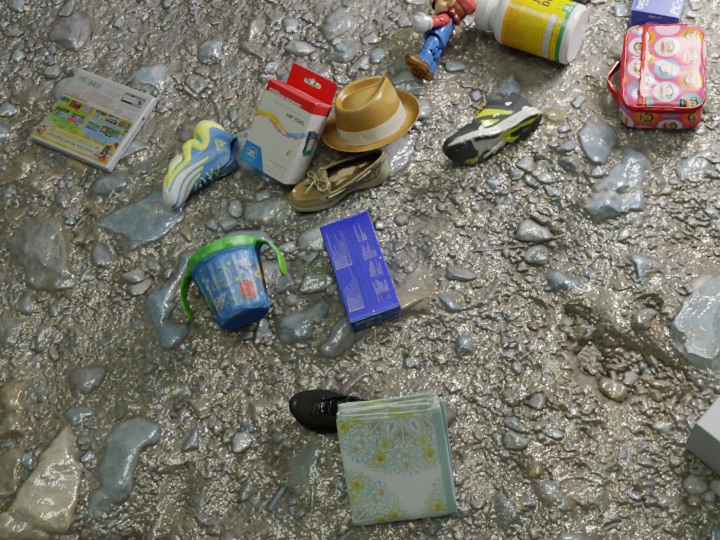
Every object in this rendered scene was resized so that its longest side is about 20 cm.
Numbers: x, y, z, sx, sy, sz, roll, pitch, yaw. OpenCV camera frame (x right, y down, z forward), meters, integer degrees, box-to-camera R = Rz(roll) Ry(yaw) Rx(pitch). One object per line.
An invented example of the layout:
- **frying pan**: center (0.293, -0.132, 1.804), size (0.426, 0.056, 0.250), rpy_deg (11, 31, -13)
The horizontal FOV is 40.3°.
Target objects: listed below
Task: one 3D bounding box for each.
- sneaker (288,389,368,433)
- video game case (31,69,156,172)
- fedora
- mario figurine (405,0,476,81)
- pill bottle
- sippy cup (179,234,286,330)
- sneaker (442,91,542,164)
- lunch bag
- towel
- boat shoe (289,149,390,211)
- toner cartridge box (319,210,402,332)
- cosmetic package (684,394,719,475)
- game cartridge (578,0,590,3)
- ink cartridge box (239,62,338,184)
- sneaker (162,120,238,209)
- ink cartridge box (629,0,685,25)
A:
- **sneaker**: center (-0.026, 0.229, 1.595), size (0.197, 0.091, 0.077), rpy_deg (9, 67, 15)
- **video game case**: center (-0.539, -0.306, 1.989), size (0.198, 0.023, 0.183), rpy_deg (22, 69, 18)
- **fedora**: center (0.012, -0.302, 1.826), size (0.197, 0.083, 0.202), rpy_deg (-11, 40, 9)
- **mario figurine**: center (0.142, -0.476, 1.899), size (0.105, 0.123, 0.202), rpy_deg (30, 84, -16)
- **pill bottle**: center (0.323, -0.477, 1.874), size (0.198, 0.113, 0.114), rpy_deg (23, 69, 20)
- **sippy cup**: center (-0.221, 0.028, 1.714), size (0.138, 0.177, 0.132), rpy_deg (-4, 65, -43)
- **sneaker**: center (0.234, -0.264, 1.814), size (0.198, 0.075, 0.085), rpy_deg (-22, 56, -12)
- **lunch bag**: center (0.542, -0.356, 1.799), size (0.173, 0.082, 0.203), rpy_deg (3, 63, 15)
- **towel**: center (0.057, 0.292, 1.522), size (0.168, 0.048, 0.203), rpy_deg (-7, 102, 9)
- **boat shoe**: center (-0.043, -0.172, 1.813), size (0.198, 0.063, 0.074), rpy_deg (-24, 62, -3)
- **toner cartridge box**: center (0.000, 0.000, 1.731), size (0.094, 0.043, 0.202), rpy_deg (-19, 62, 1)
- **cosmetic package**: center (0.630, 0.240, 1.459), size (0.199, 0.123, 0.200), rpy_deg (39, 77, 25)
- **game cartridge**: center (0.435, -0.636, 1.979), size (0.133, 0.042, 0.201), rpy_deg (-37, 63, -5)
- **ink cartridge box**: center (-0.132, -0.275, 1.823), size (0.115, 0.067, 0.202), rpy_deg (29, 106, 22)
- **sneaker**: center (-0.297, -0.197, 1.862), size (0.104, 0.076, 0.202), rpy_deg (15, 66, 16)
- **ink cartridge box**: center (0.595, -0.562, 1.908), size (0.093, 0.044, 0.202), rpy_deg (15, 68, 18)
